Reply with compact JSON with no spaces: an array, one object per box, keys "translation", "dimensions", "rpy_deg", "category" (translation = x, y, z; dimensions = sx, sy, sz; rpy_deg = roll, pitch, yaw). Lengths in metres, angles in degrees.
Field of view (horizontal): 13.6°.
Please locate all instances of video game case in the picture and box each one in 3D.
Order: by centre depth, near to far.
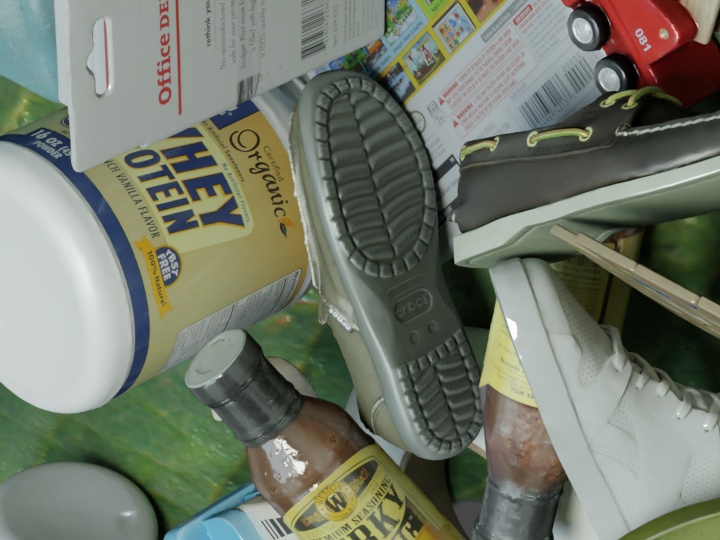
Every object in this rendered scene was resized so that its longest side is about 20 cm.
[{"translation":[0.039,-0.122,1.479],"dimensions":[0.183,0.023,0.200],"rpy_deg":[57,143,8],"category":"video game case"}]

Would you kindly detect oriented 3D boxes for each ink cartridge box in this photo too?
[{"translation":[-0.081,-0.138,1.425],"dimensions":[0.067,0.199,0.116],"rpy_deg":[29,132,37],"category":"ink cartridge box"}]

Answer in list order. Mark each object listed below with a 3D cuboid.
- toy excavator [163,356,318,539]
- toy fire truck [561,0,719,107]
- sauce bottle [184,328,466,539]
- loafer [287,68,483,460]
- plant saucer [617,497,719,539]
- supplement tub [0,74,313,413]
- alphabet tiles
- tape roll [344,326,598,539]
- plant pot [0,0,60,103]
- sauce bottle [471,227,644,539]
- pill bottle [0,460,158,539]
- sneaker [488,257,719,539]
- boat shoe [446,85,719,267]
[{"translation":[-0.045,0.150,1.657],"dimensions":[0.200,0.100,0.195],"rpy_deg":[-22,96,60],"category":"toy excavator"},{"translation":[0.149,-0.130,1.320],"dimensions":[0.141,0.049,0.201],"rpy_deg":[-32,87,53],"category":"toy fire truck"},{"translation":[-0.012,0.111,1.523],"dimensions":[0.200,0.065,0.065],"rpy_deg":[47,148,-23],"category":"sauce bottle"},{"translation":[0.000,0.000,1.510],"dimensions":[0.069,0.075,0.201],"rpy_deg":[-10,96,51],"category":"loafer"},{"translation":[0.165,0.168,1.393],"dimensions":[0.031,0.199,0.201],"rpy_deg":[-109,23,-46],"category":"plant saucer"},{"translation":[-0.104,-0.027,1.556],"dimensions":[0.144,0.199,0.145],"rpy_deg":[27,131,37],"category":"supplement tub"},{"translation":[0.174,0.033,1.305],"dimensions":[0.166,0.200,0.006],"rpy_deg":[29,90,36],"category":"alphabet tiles"},{"translation":[0.070,0.127,1.581],"dimensions":[0.202,0.037,0.204],"rpy_deg":[29,132,37],"category":"tape roll"},{"translation":[-0.158,-0.205,1.529],"dimensions":[0.195,0.196,0.201],"rpy_deg":[27,137,37],"category":"plant pot"},{"translation":[0.089,0.049,1.455],"dimensions":[0.066,0.066,0.201],"rpy_deg":[28,116,36],"category":"sauce bottle"},{"translation":[-0.185,0.224,1.879],"dimensions":[0.109,0.109,0.201],"rpy_deg":[35,135,31],"category":"pill bottle"},{"translation":[0.142,0.060,1.384],"dimensions":[0.201,0.115,0.074],"rpy_deg":[62,-171,-25],"category":"sneaker"},{"translation":[0.110,-0.048,1.322],"dimensions":[0.201,0.071,0.061],"rpy_deg":[-17,73,49],"category":"boat shoe"}]
